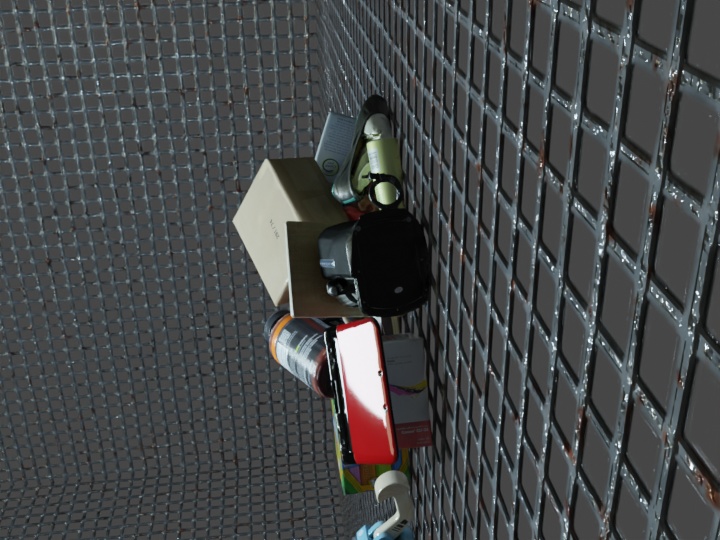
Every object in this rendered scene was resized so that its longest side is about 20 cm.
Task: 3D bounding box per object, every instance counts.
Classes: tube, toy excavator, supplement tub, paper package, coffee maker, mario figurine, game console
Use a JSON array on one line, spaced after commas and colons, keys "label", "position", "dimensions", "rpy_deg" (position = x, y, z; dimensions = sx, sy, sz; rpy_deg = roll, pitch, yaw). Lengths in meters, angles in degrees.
[{"label": "tube", "position": [0.050, -0.108, 1.356], "dimensions": [0.058, 0.052, 0.201], "rpy_deg": [-7, -91, -56]}, {"label": "toy excavator", "position": [0.054, 0.456, 1.464], "dimensions": [0.194, 0.200, 0.100], "rpy_deg": [41, -169, -21]}, {"label": "supplement tub", "position": [-0.089, 0.137, 1.493], "dimensions": [0.200, 0.107, 0.107], "rpy_deg": [30, 130, 47]}, {"label": "paper package", "position": [-0.119, -0.071, 1.505], "dimensions": [0.200, 0.103, 0.191], "rpy_deg": [61, 138, 22]}, {"label": "coffee maker", "position": [0.020, -0.034, 1.248], "dimensions": [0.200, 0.134, 0.193], "rpy_deg": [-171, 94, -74]}, {"label": "mario figurine", "position": [0.027, -0.148, 1.511], "dimensions": [0.123, 0.106, 0.201], "rpy_deg": [17, -104, -60]}, {"label": "game console", "position": [0.023, 0.174, 1.241], "dimensions": [0.172, 0.118, 0.201], "rpy_deg": [6, -105, -64]}]

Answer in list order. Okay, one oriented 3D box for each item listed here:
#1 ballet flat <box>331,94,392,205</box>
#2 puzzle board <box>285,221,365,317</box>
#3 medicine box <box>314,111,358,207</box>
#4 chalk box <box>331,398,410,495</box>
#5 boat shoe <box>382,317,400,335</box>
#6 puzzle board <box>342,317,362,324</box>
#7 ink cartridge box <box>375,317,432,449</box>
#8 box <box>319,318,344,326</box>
[{"label": "ballet flat", "position": [0.017, -0.199, 1.414], "dimensions": [0.068, 0.068, 0.201], "rpy_deg": [8, 76, 54]}, {"label": "puzzle board", "position": [-0.024, 0.000, 1.368], "dimensions": [0.017, 0.199, 0.151], "rpy_deg": [-26, 66, 59]}, {"label": "medicine box", "position": [-0.046, -0.186, 1.662], "dimensions": [0.182, 0.102, 0.201], "rpy_deg": [174, 111, -84]}, {"label": "chalk box", "position": [0.015, 0.271, 1.492], "dimensions": [0.125, 0.123, 0.201], "rpy_deg": [-105, 8, -61]}, {"label": "boat shoe", "position": [0.020, 0.059, 1.485], "dimensions": [0.072, 0.072, 0.201], "rpy_deg": [111, 146, -76]}, {"label": "puzzle board", "position": [0.004, 0.119, 1.462], "dimensions": [0.151, 0.017, 0.200], "rpy_deg": [47, -172, -51]}, {"label": "ink cartridge box", "position": [0.061, 0.160, 1.296], "dimensions": [0.116, 0.067, 0.201], "rpy_deg": [-177, 81, -84]}, {"label": "box", "position": [-0.038, 0.027, 1.660], "dimensions": [0.200, 0.086, 0.164], "rpy_deg": [31, -133, -55]}]
